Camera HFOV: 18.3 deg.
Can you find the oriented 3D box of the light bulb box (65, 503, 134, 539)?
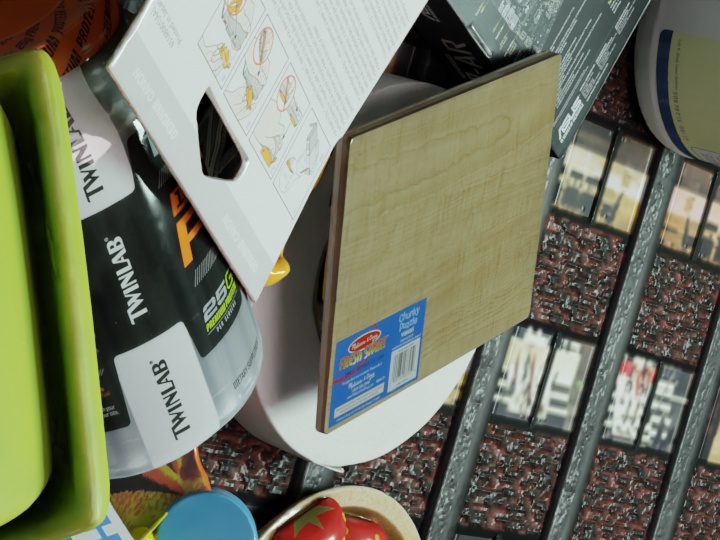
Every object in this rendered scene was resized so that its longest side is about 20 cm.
[{"bbox_3d":[-0.154,0.214,0.890,0.199,0.199,0.125,-17,154,-46],"label":"light bulb box"}]

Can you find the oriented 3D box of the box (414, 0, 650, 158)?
[{"bbox_3d":[0.106,-0.187,1.195,0.201,0.043,0.160,-60,140,-15],"label":"box"}]

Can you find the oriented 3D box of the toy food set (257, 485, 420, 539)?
[{"bbox_3d":[-0.021,0.214,1.189,0.199,0.048,0.200,-58,139,-18],"label":"toy food set"}]

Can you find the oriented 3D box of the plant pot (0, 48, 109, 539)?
[{"bbox_3d":[-0.199,0.018,0.750,0.181,0.199,0.201,11,66,-58],"label":"plant pot"}]

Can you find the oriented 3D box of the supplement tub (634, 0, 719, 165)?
[{"bbox_3d":[0.275,-0.119,1.298,0.144,0.199,0.146,-22,120,-44],"label":"supplement tub"}]

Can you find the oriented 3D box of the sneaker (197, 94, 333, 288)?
[{"bbox_3d":[-0.041,-0.081,1.033,0.078,0.077,0.202,17,89,-50],"label":"sneaker"}]

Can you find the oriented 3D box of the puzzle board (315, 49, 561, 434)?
[{"bbox_3d":[0.038,-0.019,1.119,0.199,0.017,0.152,-26,128,-51],"label":"puzzle board"}]

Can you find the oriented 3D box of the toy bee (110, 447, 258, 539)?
[{"bbox_3d":[-0.093,0.141,1.013,0.108,0.201,0.131,-26,157,-5],"label":"toy bee"}]

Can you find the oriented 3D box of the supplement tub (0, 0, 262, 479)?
[{"bbox_3d":[-0.120,-0.024,0.922,0.122,0.122,0.201,-43,133,-32],"label":"supplement tub"}]

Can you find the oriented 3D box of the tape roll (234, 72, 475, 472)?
[{"bbox_3d":[0.000,0.000,1.143,0.202,0.037,0.205,-23,121,-44],"label":"tape roll"}]

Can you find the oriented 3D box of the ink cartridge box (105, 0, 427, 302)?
[{"bbox_3d":[-0.043,-0.109,0.900,0.177,0.044,0.200,-60,156,-17],"label":"ink cartridge box"}]
